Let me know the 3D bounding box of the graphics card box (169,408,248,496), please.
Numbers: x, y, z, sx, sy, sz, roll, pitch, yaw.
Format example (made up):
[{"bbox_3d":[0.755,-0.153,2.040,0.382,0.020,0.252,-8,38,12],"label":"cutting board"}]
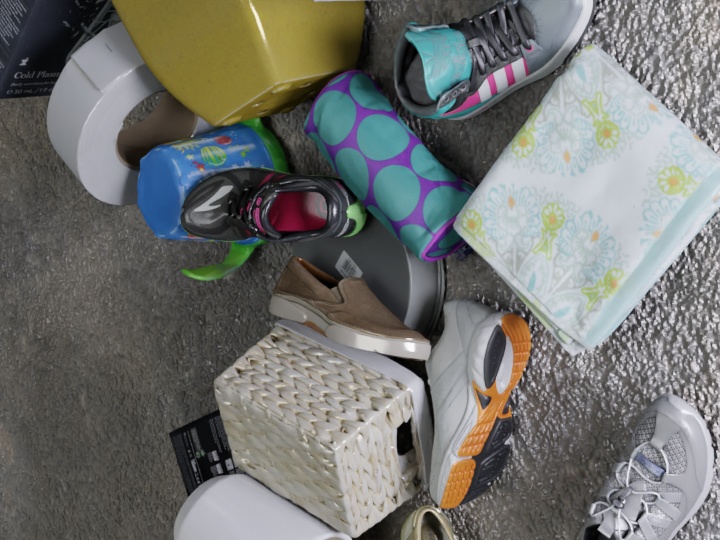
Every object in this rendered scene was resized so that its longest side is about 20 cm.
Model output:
[{"bbox_3d":[-0.133,0.215,1.433,0.199,0.050,0.127,-29,77,43],"label":"graphics card box"}]

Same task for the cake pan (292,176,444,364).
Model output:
[{"bbox_3d":[0.000,0.000,1.267,0.198,0.036,0.204,10,104,44],"label":"cake pan"}]

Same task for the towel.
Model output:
[{"bbox_3d":[0.186,-0.055,1.033,0.171,0.048,0.201,47,114,22],"label":"towel"}]

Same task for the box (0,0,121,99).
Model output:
[{"bbox_3d":[-0.324,-0.310,1.420,0.125,0.198,0.197,53,130,21],"label":"box"}]

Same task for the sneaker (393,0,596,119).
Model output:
[{"bbox_3d":[0.098,-0.192,1.071,0.199,0.120,0.085,-36,72,42],"label":"sneaker"}]

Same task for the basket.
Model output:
[{"bbox_3d":[-0.038,0.155,1.246,0.198,0.123,0.137,23,136,41],"label":"basket"}]

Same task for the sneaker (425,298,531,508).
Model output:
[{"bbox_3d":[0.095,0.122,1.178,0.092,0.075,0.203,29,110,46],"label":"sneaker"}]

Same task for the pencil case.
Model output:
[{"bbox_3d":[0.034,-0.098,1.179,0.200,0.092,0.086,48,161,24],"label":"pencil case"}]

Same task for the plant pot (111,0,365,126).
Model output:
[{"bbox_3d":[-0.107,-0.259,1.227,0.194,0.193,0.203,-24,87,45],"label":"plant pot"}]

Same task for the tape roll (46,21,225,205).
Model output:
[{"bbox_3d":[-0.236,-0.172,1.357,0.071,0.201,0.204,46,127,29],"label":"tape roll"}]

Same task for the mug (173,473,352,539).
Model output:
[{"bbox_3d":[-0.120,0.300,1.262,0.152,0.149,0.188,33,85,31],"label":"mug"}]

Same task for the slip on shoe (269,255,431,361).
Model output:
[{"bbox_3d":[-0.009,0.037,1.212,0.199,0.075,0.062,19,93,46],"label":"slip on shoe"}]

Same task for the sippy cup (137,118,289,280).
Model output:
[{"bbox_3d":[-0.164,-0.089,1.345,0.139,0.129,0.181,-28,76,47],"label":"sippy cup"}]

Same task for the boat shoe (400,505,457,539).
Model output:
[{"bbox_3d":[0.090,0.325,1.202,0.063,0.072,0.204,101,154,-75],"label":"boat shoe"}]

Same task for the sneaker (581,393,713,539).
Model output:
[{"bbox_3d":[0.230,0.198,1.038,0.074,0.081,0.203,31,119,37],"label":"sneaker"}]

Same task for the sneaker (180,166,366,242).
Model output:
[{"bbox_3d":[-0.093,-0.064,1.225,0.197,0.084,0.078,-3,93,22],"label":"sneaker"}]
